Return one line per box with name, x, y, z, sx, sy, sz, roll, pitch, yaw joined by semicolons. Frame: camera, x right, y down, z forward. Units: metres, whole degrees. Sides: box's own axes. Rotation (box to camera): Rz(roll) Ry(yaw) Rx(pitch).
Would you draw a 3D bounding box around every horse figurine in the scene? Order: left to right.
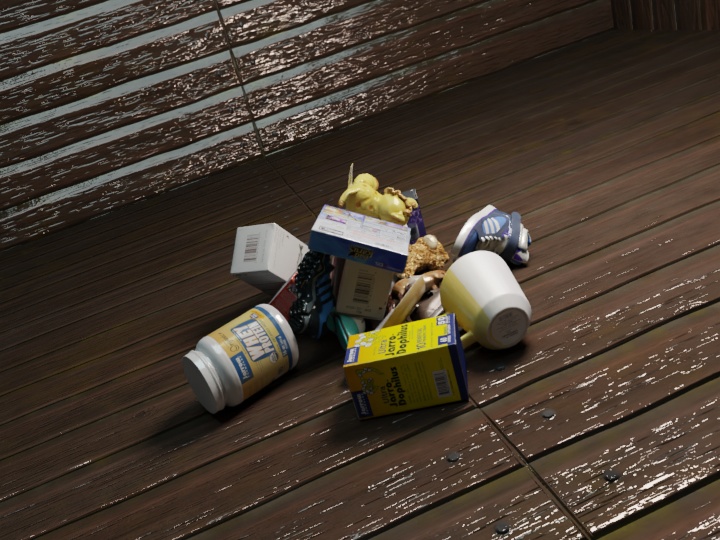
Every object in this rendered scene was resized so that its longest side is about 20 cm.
horse figurine;0.129;0.043;1.568;0.196;0.051;0.132;-23;23;-13

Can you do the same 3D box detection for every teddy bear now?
teddy bear;0.127;-0.033;1.686;0.196;0.069;0.144;-18;21;-26

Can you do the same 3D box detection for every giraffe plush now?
giraffe plush;0.046;-0.142;1.668;0.158;0.202;0.175;19;58;12

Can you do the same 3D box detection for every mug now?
mug;0.231;0.082;1.329;0.146;0.190;0.154;19;19;-25

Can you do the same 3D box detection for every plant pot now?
plant pot;0.067;0.097;1.376;0.202;0.027;0.200;-53;-5;-7

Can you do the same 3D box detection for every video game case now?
video game case;0.002;-0.066;1.465;0.195;0.047;0.182;15;22;0

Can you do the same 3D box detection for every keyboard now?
keyboard;0.019;0.133;1.426;0.056;0.011;0.200;-44;-1;30

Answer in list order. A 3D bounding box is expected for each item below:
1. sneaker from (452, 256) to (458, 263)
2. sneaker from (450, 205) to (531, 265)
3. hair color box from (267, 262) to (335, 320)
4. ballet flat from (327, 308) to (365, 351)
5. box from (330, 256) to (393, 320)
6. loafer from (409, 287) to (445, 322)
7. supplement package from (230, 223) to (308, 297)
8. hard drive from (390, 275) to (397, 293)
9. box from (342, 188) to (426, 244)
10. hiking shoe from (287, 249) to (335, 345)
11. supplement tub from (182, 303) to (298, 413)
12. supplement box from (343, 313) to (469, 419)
sneaker;0.270;-0.068;1.693;0.080;0.079;0.200;-9;22;36
sneaker;0.299;-0.058;1.571;0.145;0.082;0.199;36;43;16
hair color box;-0.146;0.051;1.590;0.200;0.064;0.111;-43;7;48
ballet flat;-0.028;0.111;1.507;0.069;0.069;0.200;-17;22;-16
box;0.000;0.000;1.548;0.106;0.131;0.201;9;20;-10
loafer;0.169;0.053;1.455;0.070;0.074;0.199;29;45;27
supplement package;-0.202;-0.018;1.730;0.114;0.199;0.120;-5;69;28
hard drive;0.024;0.027;1.716;0.128;0.027;0.201;-9;23;19
box;0.066;-0.107;1.842;0.195;0.144;0.079;-15;21;6
hiking shoe;-0.088;0.041;1.464;0.073;0.086;0.205;-8;62;49
supplement tub;-0.234;0.172;1.411;0.198;0.148;0.143;-31;26;-31
supplement box;0.080;0.165;1.241;0.195;0.112;0.109;-13;22;11
